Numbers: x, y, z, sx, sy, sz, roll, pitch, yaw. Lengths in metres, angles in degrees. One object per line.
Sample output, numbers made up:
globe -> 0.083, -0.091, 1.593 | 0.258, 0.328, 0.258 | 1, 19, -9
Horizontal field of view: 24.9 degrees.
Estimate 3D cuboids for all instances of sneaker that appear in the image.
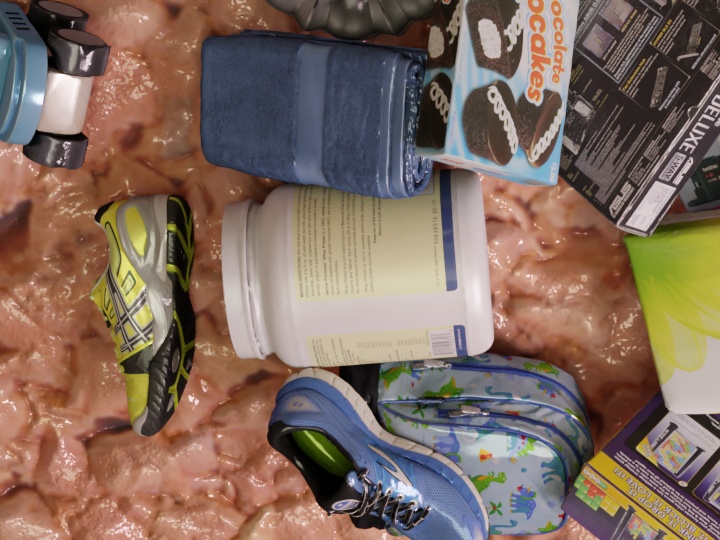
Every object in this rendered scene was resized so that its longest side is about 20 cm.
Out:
sneaker -> 0.008, 0.165, 1.236 | 0.199, 0.089, 0.079 | 36, 125, 0
sneaker -> -0.179, 0.035, 1.336 | 0.076, 0.075, 0.202 | 5, 99, 9

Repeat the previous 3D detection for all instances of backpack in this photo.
backpack -> 0.090, 0.142, 1.323 | 0.198, 0.154, 0.164 | -5, 118, -9

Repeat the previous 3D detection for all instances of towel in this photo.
towel -> -0.032, -0.119, 1.229 | 0.199, 0.048, 0.113 | 12, 103, 32

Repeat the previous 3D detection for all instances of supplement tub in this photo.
supplement tub -> 0.000, 0.000, 1.268 | 0.198, 0.145, 0.146 | -4, 109, 5

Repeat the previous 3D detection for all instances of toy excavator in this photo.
toy excavator -> -0.312, -0.167, 1.244 | 0.199, 0.195, 0.101 | 7, 113, -29

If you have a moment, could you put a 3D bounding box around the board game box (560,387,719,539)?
board game box -> 0.279, 0.189, 1.263 | 0.200, 0.165, 0.057 | 38, 133, 18

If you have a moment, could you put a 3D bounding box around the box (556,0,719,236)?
box -> 0.205, -0.152, 1.204 | 0.050, 0.158, 0.201 | 11, 117, -48

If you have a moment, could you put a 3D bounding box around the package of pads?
package of pads -> 0.311, 0.029, 1.231 | 0.199, 0.068, 0.156 | -6, 106, 37

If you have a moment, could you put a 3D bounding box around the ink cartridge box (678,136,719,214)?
ink cartridge box -> 0.281, -0.125, 1.265 | 0.119, 0.042, 0.201 | -26, 104, 11

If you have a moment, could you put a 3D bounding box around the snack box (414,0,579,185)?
snack box -> 0.104, -0.171, 1.184 | 0.116, 0.037, 0.202 | 11, 84, -39

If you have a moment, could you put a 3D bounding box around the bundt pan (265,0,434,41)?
bundt pan -> -0.004, -0.262, 1.215 | 0.200, 0.076, 0.203 | 1, 110, 4
